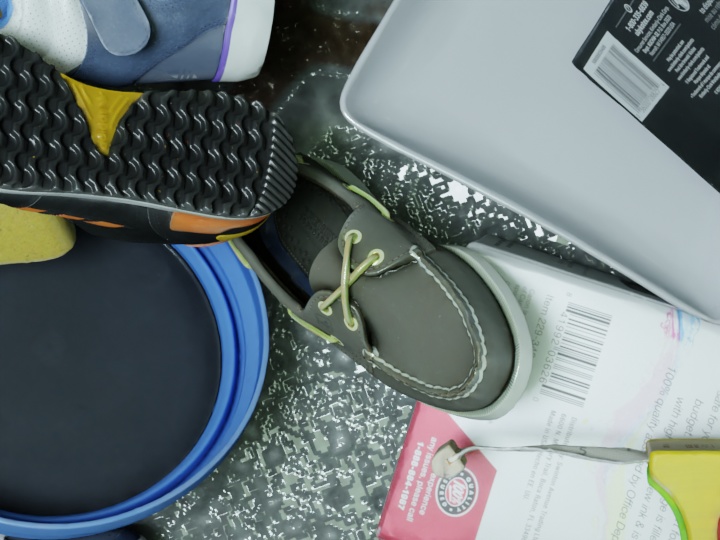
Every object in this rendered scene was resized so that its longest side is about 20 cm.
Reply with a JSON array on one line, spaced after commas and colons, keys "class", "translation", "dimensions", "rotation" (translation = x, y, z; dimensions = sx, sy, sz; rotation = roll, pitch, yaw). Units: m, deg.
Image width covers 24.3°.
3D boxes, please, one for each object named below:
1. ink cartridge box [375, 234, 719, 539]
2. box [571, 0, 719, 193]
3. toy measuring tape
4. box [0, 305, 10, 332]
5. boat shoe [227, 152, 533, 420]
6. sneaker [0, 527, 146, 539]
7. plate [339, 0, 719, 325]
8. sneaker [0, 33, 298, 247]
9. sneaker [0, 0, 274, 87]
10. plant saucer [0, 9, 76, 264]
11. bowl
[{"class": "ink cartridge box", "translation": [0.125, 0.082, 0.775], "dimensions": [0.200, 0.086, 0.148], "rotation": [19, 96, 7]}, {"class": "box", "translation": [0.208, -0.137, 0.682], "dimensions": [0.124, 0.149, 0.200], "rotation": [43, 75, 5]}, {"class": "toy measuring tape", "translation": [0.130, 0.106, 0.699], "dimensions": [0.200, 0.074, 0.074], "rotation": [0, 94, 8]}, {"class": "box", "translation": [-0.294, 0.027, 0.810], "dimensions": [0.200, 0.049, 0.161], "rotation": [38, 80, 3]}, {"class": "boat shoe", "translation": [-0.001, 0.003, 0.747], "dimensions": [0.202, 0.060, 0.072], "rotation": [41, 110, 46]}, {"class": "sneaker", "translation": [-0.210, 0.136, 0.845], "dimensions": [0.200, 0.070, 0.109], "rotation": [-18, 93, 14]}, {"class": "plate", "translation": [0.116, -0.101, 0.752], "dimensions": [0.199, 0.032, 0.200], "rotation": [29, 74, -3]}, {"class": "sneaker", "translation": [-0.133, -0.046, 0.715], "dimensions": [0.200, 0.090, 0.070], "rotation": [12, 66, -17]}, {"class": "sneaker", "translation": [-0.110, -0.181, 0.725], "dimensions": [0.146, 0.081, 0.201], "rotation": [3, 92, -16]}, {"class": "plant saucer", "translation": [-0.240, -0.096, 0.763], "dimensions": [0.200, 0.048, 0.200], "rotation": [-5, 65, -19]}, {"class": "bowl", "translation": [-0.144, 0.030, 0.777], "dimensions": [0.200, 0.039, 0.201], "rotation": [8, 61, -14]}]
